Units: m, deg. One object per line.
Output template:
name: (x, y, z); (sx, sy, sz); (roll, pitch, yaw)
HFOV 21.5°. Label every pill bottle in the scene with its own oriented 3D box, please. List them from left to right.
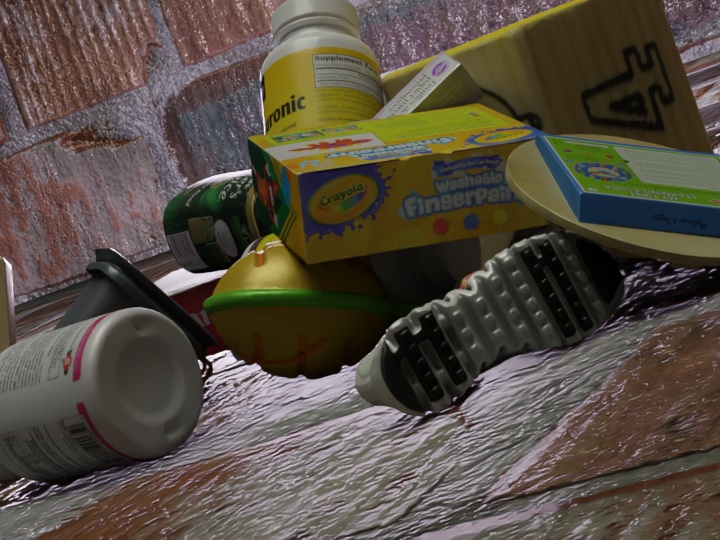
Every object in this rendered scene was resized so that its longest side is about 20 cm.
pill bottle: (-0.225, 0.102, 1.475); (0.199, 0.114, 0.113); (-16, 8, 43)
pill bottle: (-0.032, -0.140, 1.687); (0.110, 0.202, 0.112); (-5, -27, -2)
pill bottle: (0.000, 0.000, 1.613); (0.199, 0.110, 0.109); (-18, 7, 32)

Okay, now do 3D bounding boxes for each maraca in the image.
maraca: (-0.028, 0.032, 1.488); (0.198, 0.108, 0.137); (6, -7, -34)

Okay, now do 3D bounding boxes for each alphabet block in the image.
alphabet block: (0.170, -0.124, 1.680); (0.196, 0.202, 0.195); (-26, 7, -39)

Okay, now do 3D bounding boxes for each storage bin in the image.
storage bin: (-0.215, 0.078, 1.667); (0.135, 0.145, 0.200); (-50, 11, -7)

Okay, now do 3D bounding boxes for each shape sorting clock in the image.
shape sorting clock: (0.195, -0.048, 1.287); (0.198, 0.040, 0.200); (9, 20, -3)

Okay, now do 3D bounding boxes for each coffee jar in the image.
coffee jar: (-0.094, -0.051, 1.795); (0.104, 0.086, 0.199); (-32, 16, -36)

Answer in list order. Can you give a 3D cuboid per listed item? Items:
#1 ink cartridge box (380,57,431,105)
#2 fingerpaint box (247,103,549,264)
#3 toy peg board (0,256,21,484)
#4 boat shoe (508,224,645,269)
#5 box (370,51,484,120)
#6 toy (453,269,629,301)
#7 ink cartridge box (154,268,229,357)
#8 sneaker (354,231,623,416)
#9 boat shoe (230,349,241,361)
ink cartridge box: (0.066, -0.113, 1.959); (0.084, 0.202, 0.145); (-20, 6, 8)
fingerpaint box: (0.029, -0.069, 1.467); (0.198, 0.074, 0.167); (-10, 15, -15)
toy peg board: (-0.381, 0.115, 1.666); (0.197, 0.202, 0.098); (-12, -23, 8)
boat shoe: (0.183, -0.024, 1.422); (0.199, 0.071, 0.070); (5, 56, 53)
box: (0.015, -0.095, 1.569); (0.200, 0.041, 0.039); (-45, 33, -2)
toy: (0.105, 0.017, 1.376); (0.114, 0.048, 0.200); (-22, 5, -10)
ink cartridge box: (-0.139, 0.035, 1.933); (0.199, 0.085, 0.175); (-19, 8, 28)
sneaker: (0.081, 0.034, 1.231); (0.199, 0.076, 0.081); (-24, -3, -24)
boat shoe: (-0.038, 0.018, 1.774); (0.199, 0.072, 0.070); (-23, 6, -16)
